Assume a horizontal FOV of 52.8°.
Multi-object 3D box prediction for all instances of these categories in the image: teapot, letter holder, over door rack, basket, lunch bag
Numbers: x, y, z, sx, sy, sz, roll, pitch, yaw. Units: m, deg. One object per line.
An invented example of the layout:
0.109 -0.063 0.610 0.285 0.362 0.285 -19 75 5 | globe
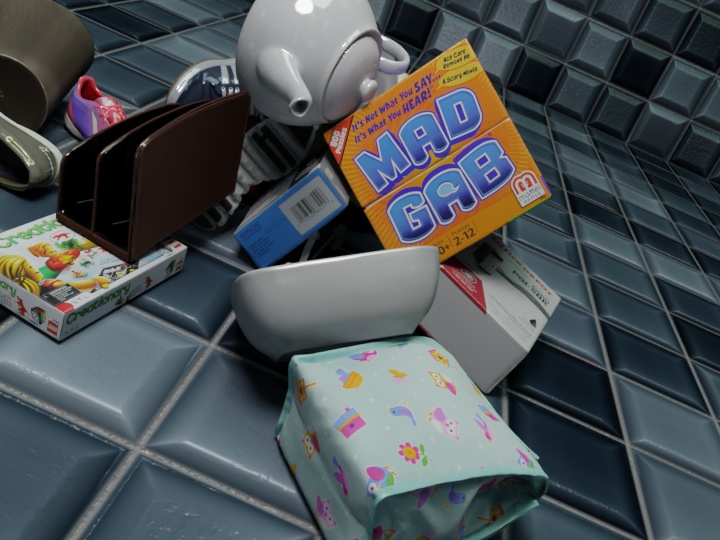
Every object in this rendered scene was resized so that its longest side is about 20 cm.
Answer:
-0.039 -0.246 0.847 0.145 0.202 0.198 34 -7 13 | teapot
-0.217 -0.130 0.784 0.099 0.144 0.200 27 36 11 | letter holder
0.000 0.000 0.925 0.146 0.068 0.200 29 27 9 | over door rack
-0.461 -0.272 0.975 0.176 0.138 0.202 1 36 -14 | basket
0.047 0.150 0.628 0.196 0.124 0.171 -3 35 -33 | lunch bag

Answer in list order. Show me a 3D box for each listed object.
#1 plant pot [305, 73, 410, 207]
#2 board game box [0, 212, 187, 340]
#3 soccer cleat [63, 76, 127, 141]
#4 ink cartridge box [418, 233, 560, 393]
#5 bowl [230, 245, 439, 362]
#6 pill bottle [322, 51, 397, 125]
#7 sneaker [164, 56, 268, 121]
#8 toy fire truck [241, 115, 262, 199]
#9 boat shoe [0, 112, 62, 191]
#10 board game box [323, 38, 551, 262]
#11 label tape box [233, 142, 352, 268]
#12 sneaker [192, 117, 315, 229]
0.025 -0.218 1.147 0.185 0.202 0.187 30 13 -7 | plant pot
-0.285 -0.010 0.743 0.125 0.035 0.200 28 27 9 | board game box
-0.339 -0.192 0.988 0.199 0.074 0.068 39 30 29 | soccer cleat
0.162 0.042 0.927 0.147 0.083 0.199 44 30 8 | ink cartridge box
-0.026 0.040 0.708 0.195 0.076 0.200 -7 -10 -12 | bowl
-0.056 -0.273 1.051 0.197 0.123 0.119 10 16 34 | pill bottle
-0.153 -0.220 0.939 0.108 0.071 0.200 36 39 12 | sneaker
-0.206 -0.188 1.068 0.196 0.114 0.168 19 11 -11 | toy fire truck
-0.445 -0.155 0.835 0.199 0.073 0.060 27 21 -2 | boat shoe
0.105 -0.133 0.917 0.202 0.198 0.200 60 15 0 | board game box
-0.075 -0.101 0.949 0.064 0.143 0.201 49 21 -16 | label tape box
-0.148 -0.139 0.946 0.076 0.198 0.081 53 1 -22 | sneaker
